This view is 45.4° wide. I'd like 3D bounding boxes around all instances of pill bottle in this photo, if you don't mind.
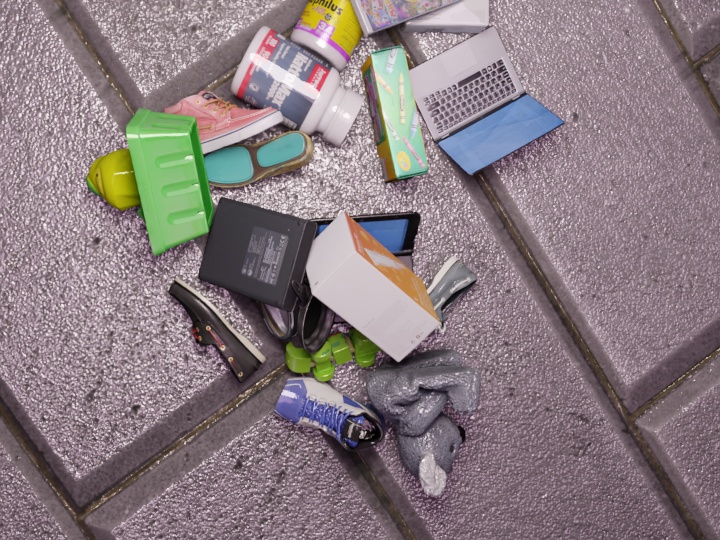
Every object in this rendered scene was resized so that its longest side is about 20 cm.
[{"bbox_3d":[-0.098,-0.290,1.386,0.197,0.120,0.121,29,88,-9],"label":"pill bottle"},{"bbox_3d":[-0.027,-0.435,1.398,0.103,0.104,0.203,28,88,-8],"label":"pill bottle"}]

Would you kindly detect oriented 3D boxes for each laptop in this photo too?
[{"bbox_3d":[0.202,-0.287,1.432,0.185,0.116,0.203,-28,96,-7],"label":"laptop"}]

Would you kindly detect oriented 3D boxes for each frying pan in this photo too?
[{"bbox_3d":[-0.084,0.072,1.342,0.030,0.189,0.118,13,92,23],"label":"frying pan"}]

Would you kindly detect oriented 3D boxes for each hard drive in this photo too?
[{"bbox_3d":[-0.168,-0.029,1.365,0.197,0.033,0.143,17,91,36],"label":"hard drive"}]

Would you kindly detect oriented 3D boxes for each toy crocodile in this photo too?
[{"bbox_3d":[-0.030,0.129,1.444,0.196,0.062,0.068,-17,136,-8],"label":"toy crocodile"}]

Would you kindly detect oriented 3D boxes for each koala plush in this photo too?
[{"bbox_3d":[0.103,0.254,1.415,0.179,0.177,0.205,-8,100,-6],"label":"koala plush"}]

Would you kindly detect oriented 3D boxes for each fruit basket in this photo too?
[{"bbox_3d":[-0.339,-0.139,1.333,0.210,0.156,0.220,-1,114,-3],"label":"fruit basket"}]

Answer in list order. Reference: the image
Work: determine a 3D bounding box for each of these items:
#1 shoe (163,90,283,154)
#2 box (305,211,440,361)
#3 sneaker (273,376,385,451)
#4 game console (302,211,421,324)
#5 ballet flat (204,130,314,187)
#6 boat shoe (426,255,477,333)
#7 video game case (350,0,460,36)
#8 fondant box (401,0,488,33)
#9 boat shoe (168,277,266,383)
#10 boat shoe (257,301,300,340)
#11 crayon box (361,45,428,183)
[{"bbox_3d":[-0.221,-0.244,1.361,0.196,0.071,0.093,-15,102,23],"label":"shoe"},{"bbox_3d":[0.017,0.026,1.348,0.097,0.125,0.199,-42,120,15],"label":"box"},{"bbox_3d":[-0.040,0.238,1.416,0.196,0.115,0.082,21,88,-8],"label":"sneaker"},{"bbox_3d":[0.000,0.000,1.413,0.195,0.116,0.181,-4,92,-8],"label":"game console"},{"bbox_3d":[-0.166,-0.176,1.402,0.196,0.071,0.072,-14,94,13],"label":"ballet flat"},{"bbox_3d":[0.124,0.071,1.448,0.061,0.073,0.202,34,80,14],"label":"boat shoe"},{"bbox_3d":[0.063,-0.470,1.364,0.197,0.018,0.146,-26,95,-24],"label":"video game case"},{"bbox_3d":[0.141,-0.506,1.440,0.141,0.058,0.205,0,93,-5],"label":"fondant box"},{"bbox_3d":[-0.242,0.097,1.402,0.063,0.074,0.202,-45,102,-12],"label":"boat shoe"},{"bbox_3d":[-0.145,0.014,1.405,0.075,0.060,0.203,-26,89,25],"label":"boat shoe"},{"bbox_3d":[0.054,-0.251,1.410,0.057,0.119,0.205,-12,94,-7],"label":"crayon box"}]
